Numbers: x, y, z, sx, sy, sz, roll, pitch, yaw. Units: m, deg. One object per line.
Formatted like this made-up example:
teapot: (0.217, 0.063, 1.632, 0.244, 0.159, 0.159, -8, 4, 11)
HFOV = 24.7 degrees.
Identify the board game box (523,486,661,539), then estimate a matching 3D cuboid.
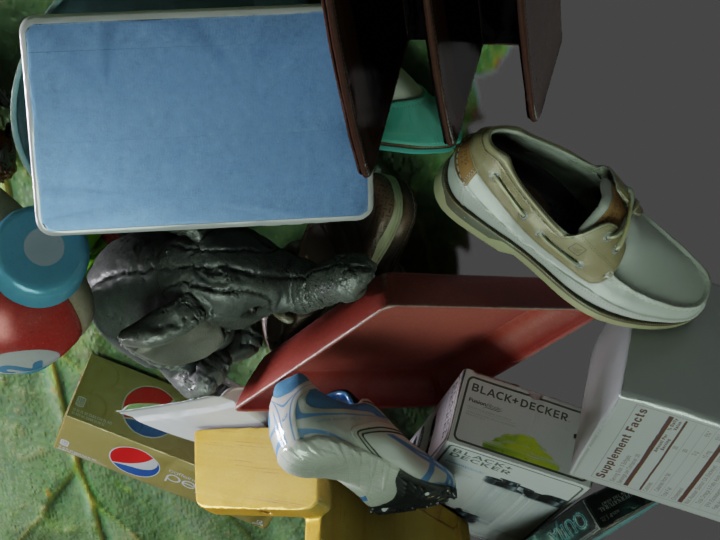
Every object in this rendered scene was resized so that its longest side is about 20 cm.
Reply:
board game box: (0.176, 0.207, 1.314, 0.028, 0.135, 0.200, 60, 143, 14)

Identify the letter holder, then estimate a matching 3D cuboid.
letter holder: (0.045, -0.155, 0.883, 0.100, 0.143, 0.200, 6, 141, 15)

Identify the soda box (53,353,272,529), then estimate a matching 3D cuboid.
soda box: (-0.154, 0.147, 1.407, 0.199, 0.068, 0.064, 22, 142, -7)

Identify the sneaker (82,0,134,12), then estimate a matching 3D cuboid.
sneaker: (-0.145, -0.128, 1.062, 0.090, 0.076, 0.200, -3, 139, -8)

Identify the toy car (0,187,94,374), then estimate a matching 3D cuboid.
toy car: (-0.292, 0.031, 1.052, 0.177, 0.200, 0.184, 43, 157, 2)

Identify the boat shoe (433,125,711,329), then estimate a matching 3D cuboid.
boat shoe: (0.146, -0.026, 1.063, 0.199, 0.075, 0.068, 26, 148, -10)

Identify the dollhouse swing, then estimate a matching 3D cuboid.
dollhouse swing: (-0.028, 0.239, 1.260, 0.181, 0.177, 0.200, -6, 150, 40)

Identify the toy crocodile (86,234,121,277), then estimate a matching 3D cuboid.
toy crocodile: (-0.171, 0.013, 1.256, 0.200, 0.062, 0.067, 46, 174, -35)

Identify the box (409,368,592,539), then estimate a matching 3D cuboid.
box: (0.102, 0.151, 1.284, 0.116, 0.060, 0.200, 19, 155, -5)

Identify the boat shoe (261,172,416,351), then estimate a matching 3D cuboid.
boat shoe: (-0.001, -0.006, 1.164, 0.075, 0.075, 0.202, 3, 153, -27)

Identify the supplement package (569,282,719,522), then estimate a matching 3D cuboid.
supplement package: (0.262, 0.097, 1.139, 0.199, 0.117, 0.118, 18, 143, 0)

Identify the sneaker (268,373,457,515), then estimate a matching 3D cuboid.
sneaker: (0.007, 0.127, 1.173, 0.072, 0.073, 0.200, -21, 148, 27)

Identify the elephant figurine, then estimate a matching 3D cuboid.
elephant figurine: (-0.106, 0.004, 1.114, 0.142, 0.155, 0.200, 57, 161, 0)

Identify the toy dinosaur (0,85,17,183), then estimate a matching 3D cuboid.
toy dinosaur: (-0.320, -0.129, 1.128, 0.135, 0.102, 0.201, -19, 113, 19)

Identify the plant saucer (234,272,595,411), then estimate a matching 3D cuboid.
plant saucer: (0.037, 0.049, 1.172, 0.199, 0.037, 0.200, 2, 156, -37)

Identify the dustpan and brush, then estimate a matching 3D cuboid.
dustpan and brush: (-0.075, 0.117, 1.317, 0.200, 0.057, 0.139, 29, 153, -35)

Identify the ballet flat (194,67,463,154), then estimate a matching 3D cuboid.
ballet flat: (-0.020, -0.109, 1.003, 0.199, 0.067, 0.071, -2, 115, -24)

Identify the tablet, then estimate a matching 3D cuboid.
tablet: (-0.091, -0.087, 0.949, 0.199, 0.014, 0.131, -3, 110, -5)

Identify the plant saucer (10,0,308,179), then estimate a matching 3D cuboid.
plant saucer: (-0.123, -0.121, 1.006, 0.199, 0.036, 0.201, -20, 135, -21)
